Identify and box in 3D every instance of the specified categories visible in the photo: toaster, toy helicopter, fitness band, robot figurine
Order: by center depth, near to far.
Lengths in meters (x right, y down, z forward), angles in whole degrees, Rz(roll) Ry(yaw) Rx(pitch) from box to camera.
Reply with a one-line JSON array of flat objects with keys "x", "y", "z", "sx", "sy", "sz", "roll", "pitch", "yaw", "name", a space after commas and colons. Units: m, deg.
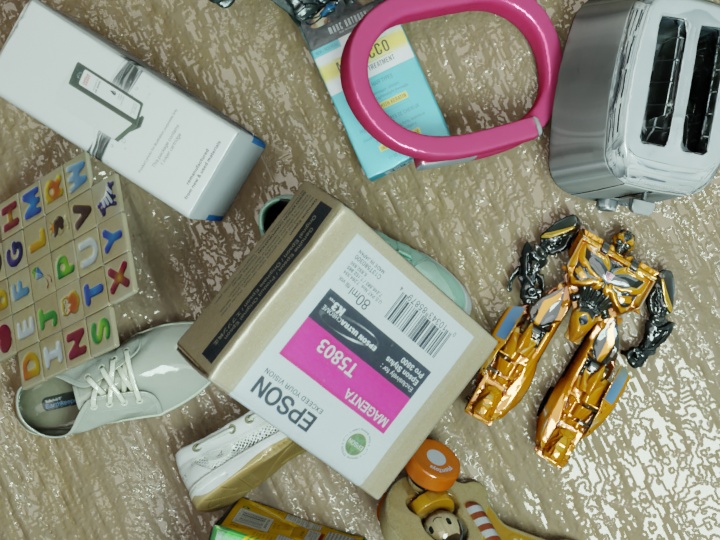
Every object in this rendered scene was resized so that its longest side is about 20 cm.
[{"x": 0.229, "y": -0.146, "z": 1.093, "sx": 0.112, "sy": 0.129, "sz": 0.202, "roll": 10, "pitch": 91, "yaw": -17, "name": "toaster"}, {"x": 0.079, "y": -0.163, "z": 1.123, "sx": 0.198, "sy": 0.037, "sz": 0.145, "roll": -14, "pitch": 85, "yaw": -21, "name": "fitness band"}, {"x": 0.109, "y": 0.230, "z": 1.128, "sx": 0.198, "sy": 0.133, "sz": 0.079, "roll": 19, "pitch": 122, "yaw": -13, "name": "toy helicopter"}, {"x": 0.178, "y": 0.056, "z": 1.145, "sx": 0.144, "sy": 0.058, "sz": 0.201, "roll": 29, "pitch": 93, "yaw": 3, "name": "robot figurine"}]

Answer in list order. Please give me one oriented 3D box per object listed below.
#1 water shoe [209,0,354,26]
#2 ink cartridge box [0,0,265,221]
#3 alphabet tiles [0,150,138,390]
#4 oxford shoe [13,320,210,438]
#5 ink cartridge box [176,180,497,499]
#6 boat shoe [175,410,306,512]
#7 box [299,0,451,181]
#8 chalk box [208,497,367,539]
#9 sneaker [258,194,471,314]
[{"x": -0.031, "y": -0.235, "z": 1.107, "sx": 0.198, "sy": 0.071, "sz": 0.080, "roll": 10, "pitch": 96, "yaw": 11, "name": "water shoe"}, {"x": -0.189, "y": -0.129, "z": 1.129, "sx": 0.199, "sy": 0.146, "sz": 0.085, "roll": 32, "pitch": 94, "yaw": 4, "name": "ink cartridge box"}, {"x": -0.255, "y": 0.001, "z": 1.138, "sx": 0.199, "sy": 0.006, "sz": 0.168, "roll": -24, "pitch": 71, "yaw": 39, "name": "alphabet tiles"}, {"x": -0.210, "y": 0.098, "z": 1.178, "sx": 0.198, "sy": 0.058, "sz": 0.076, "roll": -18, "pitch": 88, "yaw": 3, "name": "oxford shoe"}, {"x": -0.014, "y": 0.057, "z": 1.062, "sx": 0.200, "sy": 0.075, "sz": 0.165, "roll": 39, "pitch": 87, "yaw": -33, "name": "ink cartridge box"}, {"x": -0.069, "y": 0.123, "z": 1.160, "sx": 0.199, "sy": 0.071, "sz": 0.070, "roll": -32, "pitch": 67, "yaw": -7, "name": "boat shoe"}, {"x": 0.003, "y": -0.184, "z": 1.161, "sx": 0.082, "sy": 0.049, "sz": 0.202, "roll": -25, "pitch": 89, "yaw": 4, "name": "box"}, {"x": -0.082, "y": 0.313, "z": 1.138, "sx": 0.122, "sy": 0.124, "sz": 0.202, "roll": 16, "pitch": 93, "yaw": 4, "name": "chalk box"}, {"x": 0.000, "y": 0.000, "z": 1.129, "sx": 0.199, "sy": 0.118, "sz": 0.074, "roll": 26, "pitch": 91, "yaw": 2, "name": "sneaker"}]
